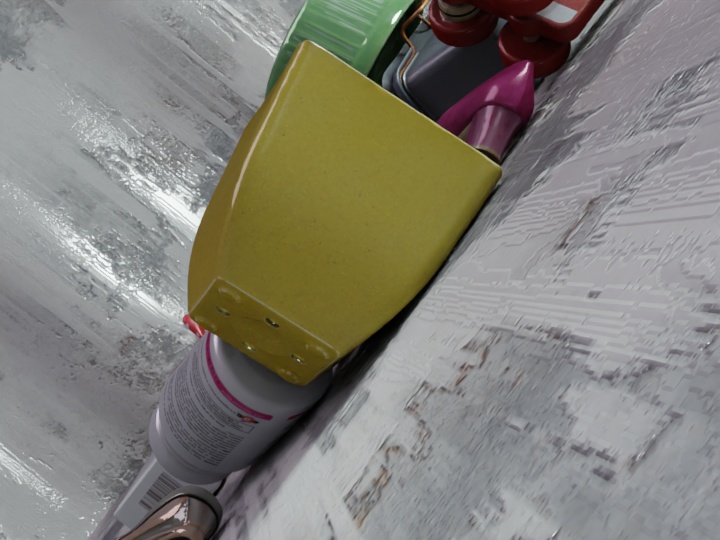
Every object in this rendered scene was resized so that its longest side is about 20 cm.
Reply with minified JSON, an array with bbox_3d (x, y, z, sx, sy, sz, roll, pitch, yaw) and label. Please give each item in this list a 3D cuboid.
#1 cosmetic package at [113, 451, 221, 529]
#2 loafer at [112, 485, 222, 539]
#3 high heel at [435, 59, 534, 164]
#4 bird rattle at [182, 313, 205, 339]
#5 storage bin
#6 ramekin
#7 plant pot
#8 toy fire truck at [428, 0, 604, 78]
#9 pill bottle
[{"bbox_3d":[-0.192,0.215,1.627,0.102,0.071,0.200,-52,5,11],"label":"cosmetic package"},{"bbox_3d":[-0.197,0.268,1.310,0.200,0.072,0.063,-48,13,22],"label":"loafer"},{"bbox_3d":[0.097,-0.128,1.374,0.200,0.067,0.097,-7,53,63],"label":"high heel"},{"bbox_3d":[-0.077,0.057,1.524,0.162,0.113,0.200,-25,2,-19],"label":"bird rattle"},{"bbox_3d":[0.126,-0.230,1.524,0.134,0.146,0.200,-35,15,41],"label":"storage bin"},{"bbox_3d":[-0.020,-0.222,1.593,0.201,0.097,0.200,-61,-7,-12],"label":"ramekin"},{"bbox_3d":[-0.036,-0.025,1.231,0.201,0.194,0.195,-61,8,-26],"label":"plant pot"},{"bbox_3d":[0.147,-0.286,1.378,0.168,0.199,0.112,-50,-31,-18],"label":"toy fire truck"},{"bbox_3d":[-0.114,0.113,1.349,0.200,0.113,0.114,-47,7,50],"label":"pill bottle"}]
